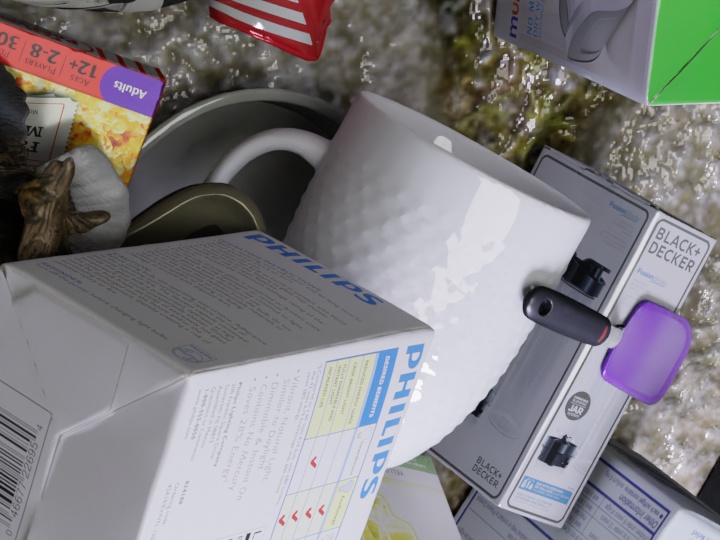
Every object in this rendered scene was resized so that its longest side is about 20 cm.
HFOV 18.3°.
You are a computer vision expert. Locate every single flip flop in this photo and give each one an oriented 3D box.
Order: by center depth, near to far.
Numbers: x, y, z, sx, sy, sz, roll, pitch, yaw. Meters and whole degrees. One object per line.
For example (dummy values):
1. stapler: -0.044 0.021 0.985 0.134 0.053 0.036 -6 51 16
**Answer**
1. flip flop: -0.130 0.030 1.170 0.200 0.058 0.081 -37 114 -5

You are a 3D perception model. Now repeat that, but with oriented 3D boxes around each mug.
1. mug: 0.000 0.000 1.240 0.199 0.148 0.176 28 99 -1

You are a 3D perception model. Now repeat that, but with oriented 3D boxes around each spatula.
1. spatula: 0.138 0.035 1.261 0.057 0.021 0.200 -60 150 4

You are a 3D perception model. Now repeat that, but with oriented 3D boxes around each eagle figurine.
1. eagle figurine: -0.224 -0.047 1.107 0.152 0.199 0.151 -51 150 -29

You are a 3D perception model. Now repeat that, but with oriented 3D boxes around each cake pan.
1. cake pan: -0.070 -0.012 1.293 0.199 0.037 0.201 -9 112 -23

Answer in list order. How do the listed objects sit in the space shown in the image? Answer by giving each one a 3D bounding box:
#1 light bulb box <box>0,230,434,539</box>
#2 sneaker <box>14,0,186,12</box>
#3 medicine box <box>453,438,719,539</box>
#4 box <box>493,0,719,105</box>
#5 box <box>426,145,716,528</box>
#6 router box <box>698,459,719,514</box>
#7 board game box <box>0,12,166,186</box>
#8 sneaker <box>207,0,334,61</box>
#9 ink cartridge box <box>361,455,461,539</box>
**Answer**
1. light bulb box: -0.091 0.098 1.097 0.200 0.125 0.199 -8 122 -56
2. sneaker: -0.140 -0.166 1.174 0.199 0.088 0.075 -4 109 -27
3. medicine box: 0.131 0.211 1.389 0.103 0.182 0.201 30 94 -31
4. box: 0.165 -0.210 1.254 0.096 0.176 0.201 -4 110 -26
5. box: 0.117 0.039 1.354 0.060 0.117 0.201 22 97 -40
6. router box: 0.267 0.249 1.546 0.157 0.052 0.201 26 96 -31
7. board game box: -0.208 -0.036 1.191 0.151 0.046 0.201 18 100 -15
8. sneaker: -0.015 -0.188 1.236 0.199 0.078 0.116 -22 132 -34
9. ink cartridge box: 0.007 0.188 1.305 0.145 0.201 0.048 17 128 -39
